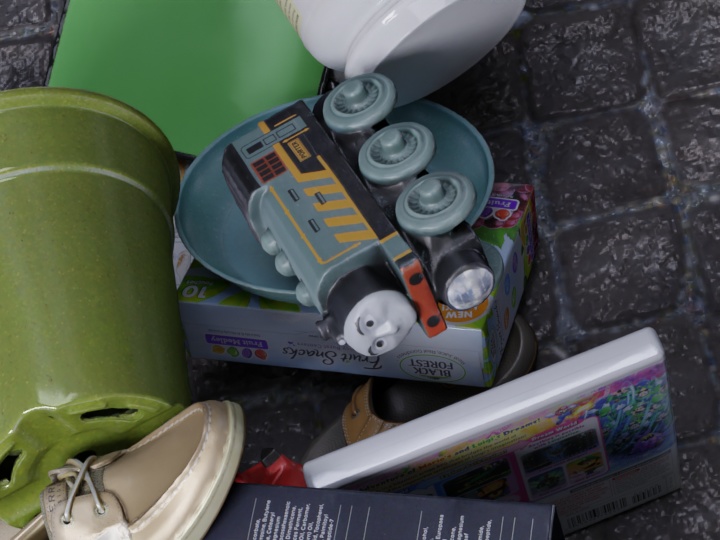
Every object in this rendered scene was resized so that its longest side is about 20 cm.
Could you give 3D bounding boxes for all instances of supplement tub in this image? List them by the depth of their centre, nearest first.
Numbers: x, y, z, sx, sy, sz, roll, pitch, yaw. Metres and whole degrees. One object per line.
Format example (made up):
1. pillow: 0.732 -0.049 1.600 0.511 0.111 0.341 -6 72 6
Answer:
1. supplement tub: 0.000 -0.217 1.219 0.144 0.145 0.201 -32 75 -6

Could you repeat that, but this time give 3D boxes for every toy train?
1. toy train: 0.000 -0.030 1.102 0.113 0.085 0.200 -30 44 -4

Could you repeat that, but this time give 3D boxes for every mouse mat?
1. mouse mat: -0.113 -0.156 1.315 0.199 0.008 0.162 14 87 16

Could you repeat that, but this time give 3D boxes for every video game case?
1. video game case: 0.080 0.114 1.082 0.199 0.182 0.024 -21 59 0

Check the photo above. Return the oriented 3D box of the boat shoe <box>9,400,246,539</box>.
1. boat shoe: -0.137 0.132 1.007 0.200 0.065 0.072 -44 28 24

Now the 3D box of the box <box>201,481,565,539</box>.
1. box: 0.022 0.201 1.034 0.181 0.200 0.105 2 61 14

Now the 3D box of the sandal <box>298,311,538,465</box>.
1. sandal: 0.030 0.090 1.184 0.200 0.055 0.082 -41 59 -12

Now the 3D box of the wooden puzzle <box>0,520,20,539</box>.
1. wooden puzzle: -0.188 0.214 1.092 0.184 0.046 0.201 -31 54 11

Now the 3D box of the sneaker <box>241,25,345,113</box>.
1. sneaker: -0.011 -0.157 1.333 0.075 0.081 0.200 38 94 17

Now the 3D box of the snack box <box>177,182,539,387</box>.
1. snack box: 0.000 0.000 1.220 0.198 0.053 0.143 4 43 18

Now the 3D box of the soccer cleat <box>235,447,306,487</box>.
1. soccer cleat: -0.095 0.163 1.158 0.199 0.085 0.069 -19 32 34

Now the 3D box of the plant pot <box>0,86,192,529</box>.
1. plant pot: -0.173 0.036 1.087 0.199 0.200 0.191 -22 55 0

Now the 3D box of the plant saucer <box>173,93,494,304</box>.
1. plant saucer: -0.015 -0.039 1.200 0.198 0.036 0.201 -6 39 5

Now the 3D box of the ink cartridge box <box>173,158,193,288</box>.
1. ink cartridge box: -0.180 -0.041 1.329 0.198 0.057 0.164 3 59 -7
